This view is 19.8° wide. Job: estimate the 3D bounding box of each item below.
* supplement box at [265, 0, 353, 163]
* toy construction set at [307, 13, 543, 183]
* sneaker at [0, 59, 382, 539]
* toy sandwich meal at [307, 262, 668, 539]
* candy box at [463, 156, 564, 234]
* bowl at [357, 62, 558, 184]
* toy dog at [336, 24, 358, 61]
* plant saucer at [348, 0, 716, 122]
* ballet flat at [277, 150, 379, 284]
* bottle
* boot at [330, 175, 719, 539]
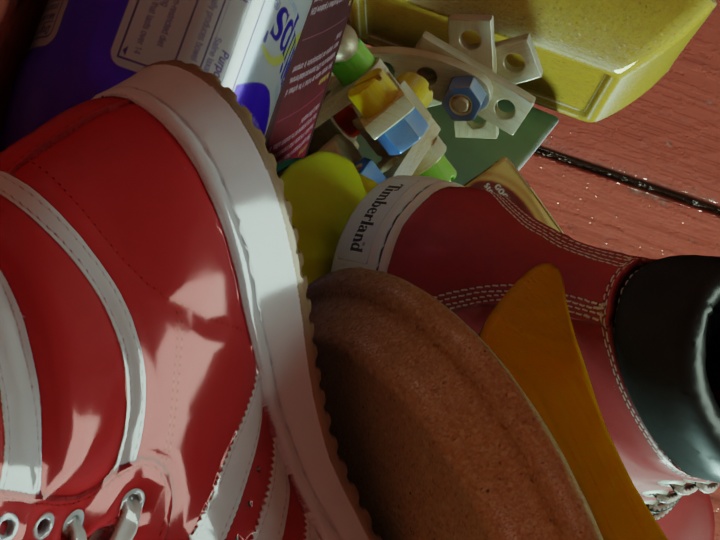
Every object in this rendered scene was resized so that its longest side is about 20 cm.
[{"bbox_3d":[-0.050,-0.045,0.658,0.109,0.060,0.201,-53,161,-76],"label":"supplement box"},{"bbox_3d":[0.002,-0.068,0.916,0.131,0.092,0.200,-31,-176,29],"label":"toy construction set"},{"bbox_3d":[-0.053,0.067,0.456,0.112,0.071,0.201,-31,114,-39],"label":"sneaker"},{"bbox_3d":[0.037,0.092,0.521,0.205,0.070,0.207,38,-44,50],"label":"toy sandwich meal"},{"bbox_3d":[-0.010,0.035,0.910,0.199,0.055,0.115,-36,-179,-12],"label":"candy box"},{"bbox_3d":[0.006,-0.036,1.116,0.201,0.105,0.201,-51,177,-3],"label":"bowl"},{"bbox_3d":[0.016,-0.166,0.843,0.132,0.096,0.201,-46,154,-84],"label":"toy dog"},{"bbox_3d":[0.067,-0.130,1.049,0.200,0.199,0.049,75,34,-85],"label":"plant saucer"},{"bbox_3d":[0.000,0.000,0.642,0.200,0.067,0.067,-31,140,-80],"label":"ballet flat"},{"bbox_3d":[-0.053,-0.046,0.529,0.084,0.065,0.201,101,7,-79],"label":"bottle"},{"bbox_3d":[0.093,0.055,0.591,0.073,0.144,0.200,-59,138,-19],"label":"boot"}]
